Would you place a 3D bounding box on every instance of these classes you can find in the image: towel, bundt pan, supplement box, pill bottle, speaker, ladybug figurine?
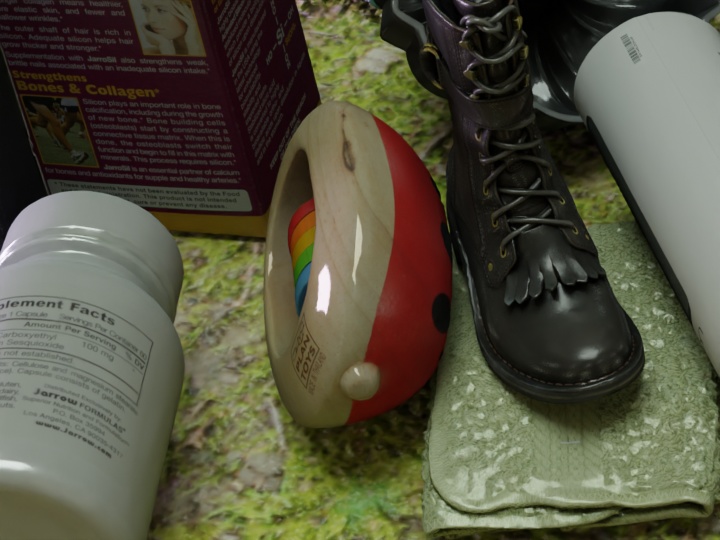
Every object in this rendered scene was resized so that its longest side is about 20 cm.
[{"bbox_3d":[0.102,0.047,1.328,0.148,0.037,0.200,-5,41,8],"label":"towel"},{"bbox_3d":[0.089,-0.163,1.478,0.202,0.076,0.202,4,75,-17],"label":"bundt pan"},{"bbox_3d":[-0.110,-0.125,1.455,0.131,0.200,0.103,5,45,19],"label":"supplement box"},{"bbox_3d":[-0.144,0.061,1.310,0.114,0.114,0.200,-3,42,12],"label":"pill bottle"},{"bbox_3d":[0.171,-0.031,1.318,0.081,0.081,0.200,-18,48,-5],"label":"speaker"},{"bbox_3d":[0.000,0.000,1.349,0.072,0.136,0.200,10,36,-13],"label":"ladybug figurine"}]

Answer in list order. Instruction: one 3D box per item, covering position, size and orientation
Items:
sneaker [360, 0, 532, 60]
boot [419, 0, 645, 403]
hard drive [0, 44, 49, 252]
[{"bbox_3d":[0.023,-0.168,1.567,0.200,0.074,0.088,13,52,27],"label":"sneaker"},{"bbox_3d":[0.066,-0.053,1.287,0.069,0.174,0.200,-19,42,-8],"label":"boot"},{"bbox_3d":[-0.217,-0.075,1.428,0.038,0.200,0.140,-38,45,-25],"label":"hard drive"}]
